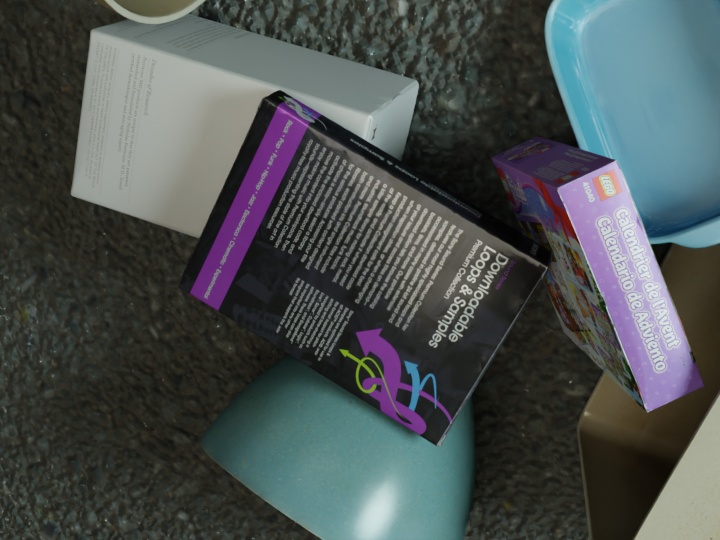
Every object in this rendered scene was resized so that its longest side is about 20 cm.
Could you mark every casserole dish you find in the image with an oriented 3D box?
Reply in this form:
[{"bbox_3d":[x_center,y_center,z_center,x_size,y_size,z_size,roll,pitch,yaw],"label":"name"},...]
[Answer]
[{"bbox_3d":[0.191,-0.110,0.744,0.120,0.039,0.202,-23,77,24],"label":"casserole dish"}]

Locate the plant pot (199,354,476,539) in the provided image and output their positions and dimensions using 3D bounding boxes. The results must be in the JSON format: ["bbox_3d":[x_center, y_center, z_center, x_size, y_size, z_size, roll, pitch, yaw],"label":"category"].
[{"bbox_3d":[0.005,0.118,0.850,0.199,0.200,0.135,32,85,5],"label":"plant pot"}]

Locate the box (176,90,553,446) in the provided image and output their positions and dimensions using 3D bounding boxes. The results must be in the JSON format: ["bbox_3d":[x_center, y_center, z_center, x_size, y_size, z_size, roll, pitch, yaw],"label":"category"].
[{"bbox_3d":[0.000,0.000,0.745,0.199,0.036,0.144,32,114,5],"label":"box"}]

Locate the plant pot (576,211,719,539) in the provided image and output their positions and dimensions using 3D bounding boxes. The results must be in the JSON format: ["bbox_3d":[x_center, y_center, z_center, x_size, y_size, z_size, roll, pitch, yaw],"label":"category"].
[{"bbox_3d":[0.263,0.099,0.750,0.176,0.200,0.201,21,115,-3],"label":"plant pot"}]

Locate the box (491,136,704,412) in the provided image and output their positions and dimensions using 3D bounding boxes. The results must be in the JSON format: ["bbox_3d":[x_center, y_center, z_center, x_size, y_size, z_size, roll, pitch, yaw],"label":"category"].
[{"bbox_3d":[0.140,-0.007,0.740,0.039,0.200,0.138,-24,101,1],"label":"box"}]

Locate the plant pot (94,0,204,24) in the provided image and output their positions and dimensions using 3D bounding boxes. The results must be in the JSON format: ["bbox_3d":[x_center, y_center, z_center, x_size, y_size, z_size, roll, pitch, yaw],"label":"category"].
[{"bbox_3d":[-0.195,-0.280,0.780,0.199,0.187,0.189,22,115,25],"label":"plant pot"}]

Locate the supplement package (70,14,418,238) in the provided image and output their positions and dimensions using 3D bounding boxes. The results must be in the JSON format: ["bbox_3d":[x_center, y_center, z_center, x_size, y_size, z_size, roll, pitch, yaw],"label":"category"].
[{"bbox_3d":[-0.078,-0.091,0.824,0.198,0.121,0.121,18,113,12],"label":"supplement package"}]
